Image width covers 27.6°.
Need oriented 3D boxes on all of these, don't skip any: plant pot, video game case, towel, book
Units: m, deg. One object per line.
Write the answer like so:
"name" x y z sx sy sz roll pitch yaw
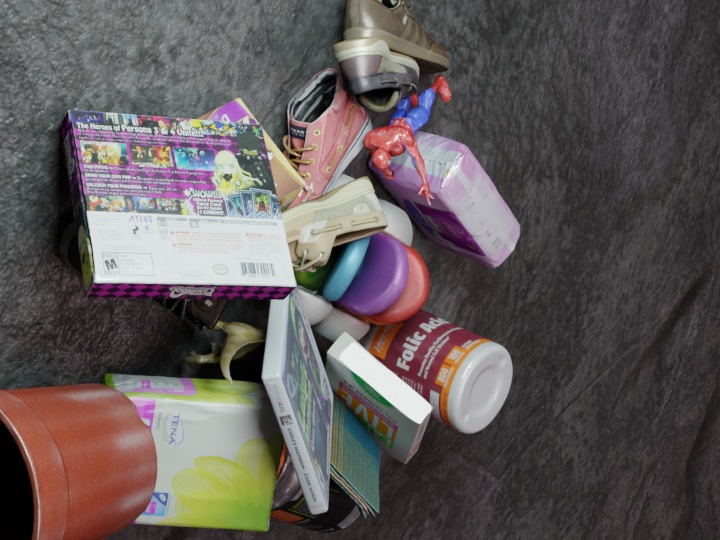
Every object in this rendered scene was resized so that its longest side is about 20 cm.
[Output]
"plant pot" -0.305 0.192 1.366 0.195 0.200 0.202 -8 115 -59
"video game case" -0.169 -0.060 1.364 0.199 0.182 0.036 1 152 -30
"towel" -0.045 0.175 1.675 0.022 0.147 0.200 -35 110 18
"video game case" -0.063 0.123 1.543 0.200 0.023 0.182 -88 164 -57
"book" 0.020 0.153 1.723 0.048 0.133 0.200 -47 168 -17

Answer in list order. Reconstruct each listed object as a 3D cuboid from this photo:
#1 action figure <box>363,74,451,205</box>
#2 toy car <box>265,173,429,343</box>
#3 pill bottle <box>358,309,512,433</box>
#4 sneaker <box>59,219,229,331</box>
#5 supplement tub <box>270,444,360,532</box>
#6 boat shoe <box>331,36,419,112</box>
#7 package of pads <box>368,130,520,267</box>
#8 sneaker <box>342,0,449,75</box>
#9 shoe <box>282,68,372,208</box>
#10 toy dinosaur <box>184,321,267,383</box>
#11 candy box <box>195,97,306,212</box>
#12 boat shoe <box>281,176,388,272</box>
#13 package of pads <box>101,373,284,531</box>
"action figure" 0.056 -0.141 1.662 0.200 0.065 0.099 -53 133 -57
"toy car" 0.000 0.000 1.665 0.200 0.150 0.176 31 85 -54
"pill bottle" 0.074 0.109 1.776 0.114 0.199 0.115 -28 129 -41
"sneaker" -0.198 0.000 1.447 0.199 0.114 0.077 28 87 -49
"supplement tub" -0.082 0.231 1.713 0.200 0.122 0.123 33 83 -54
"boat shoe" 0.018 -0.203 1.584 0.200 0.072 0.065 14 71 -76
"package of pads" 0.105 -0.090 1.774 0.076 0.120 0.200 -57 143 -12
"sneaker" 0.047 -0.270 1.645 0.200 0.070 0.076 9 80 -63
"shoe" -0.063 -0.122 1.591 0.200 0.071 0.091 -58 142 -21
"toy dinosaur" -0.134 0.075 1.566 0.200 0.101 0.059 -18 107 -70
"candy box" -0.163 -0.078 1.438 0.200 0.117 0.056 -32 170 -38
"boat shoe" -0.054 -0.033 1.521 0.200 0.072 0.065 -27 86 -36
"package of pads" -0.182 0.188 1.540 0.199 0.068 0.155 6 108 -19
